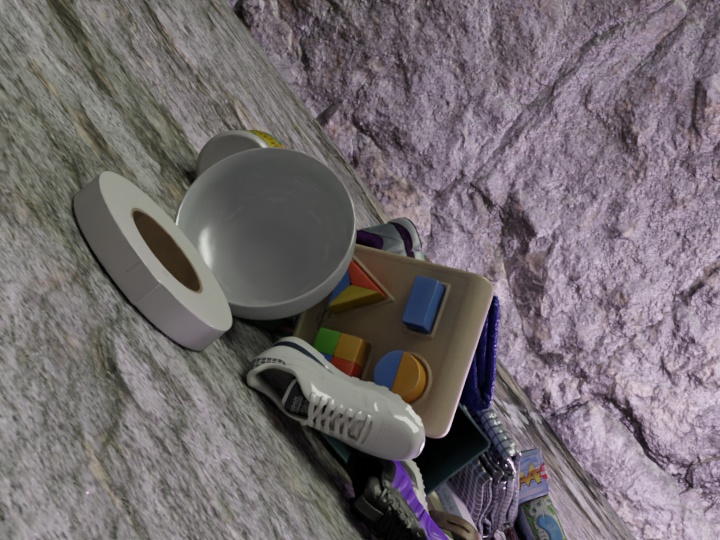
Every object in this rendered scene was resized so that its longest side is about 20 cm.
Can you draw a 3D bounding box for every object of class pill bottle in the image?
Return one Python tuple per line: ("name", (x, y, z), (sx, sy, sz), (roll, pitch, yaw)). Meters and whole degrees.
("pill bottle", (-0.156, -0.139, 1.907), (0.113, 0.113, 0.200), (52, 8, 0))

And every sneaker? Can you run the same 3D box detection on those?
("sneaker", (0.041, 0.032, 1.561), (0.075, 0.087, 0.201), (107, -31, -51))
("sneaker", (-0.028, 0.146, 1.431), (0.199, 0.077, 0.080), (27, 18, 11))
("sneaker", (0.034, 0.264, 1.428), (0.099, 0.070, 0.200), (31, 20, -41))

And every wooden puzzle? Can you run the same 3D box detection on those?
("wooden puzzle", (0.024, 0.068, 1.493), (0.199, 0.186, 0.046), (15, -14, 18))

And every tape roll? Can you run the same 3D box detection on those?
("tape roll", (-0.203, -0.010, 1.356), (0.203, 0.037, 0.203), (51, 9, -11))

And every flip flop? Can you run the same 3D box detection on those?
("flip flop", (0.111, 0.314, 1.632), (0.081, 0.057, 0.200), (46, 10, -35))

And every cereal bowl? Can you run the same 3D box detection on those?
("cereal bowl", (-0.102, -0.032, 1.511), (0.200, 0.199, 0.083), (55, -12, 23))

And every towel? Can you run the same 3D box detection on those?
("towel", (0.121, 0.080, 1.671), (0.200, 0.049, 0.149), (-152, -121, -74))
("towel", (0.141, 0.249, 1.819), (0.200, 0.085, 0.166), (86, -22, -53))

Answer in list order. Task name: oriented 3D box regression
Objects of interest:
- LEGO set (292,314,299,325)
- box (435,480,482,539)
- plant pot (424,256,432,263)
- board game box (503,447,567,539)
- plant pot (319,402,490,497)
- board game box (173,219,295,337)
("LEGO set", (0.000, 0.000, 1.671), (0.199, 0.116, 0.154), (14, 43, -10))
("box", (0.127, 0.336, 1.695), (0.041, 0.039, 0.200), (47, 9, -38))
("plant pot", (0.053, 0.070, 1.953), (0.200, 0.174, 0.200), (50, 8, -9))
("board game box", (0.226, 0.331, 1.923), (0.200, 0.061, 0.201), (99, -29, -67))
("plant pot", (0.042, 0.170, 1.623), (0.142, 0.141, 0.200), (51, 2, -10))
("board game box", (-0.143, 0.008, 1.642), (0.135, 0.029, 0.200), (55, 8, 20))
